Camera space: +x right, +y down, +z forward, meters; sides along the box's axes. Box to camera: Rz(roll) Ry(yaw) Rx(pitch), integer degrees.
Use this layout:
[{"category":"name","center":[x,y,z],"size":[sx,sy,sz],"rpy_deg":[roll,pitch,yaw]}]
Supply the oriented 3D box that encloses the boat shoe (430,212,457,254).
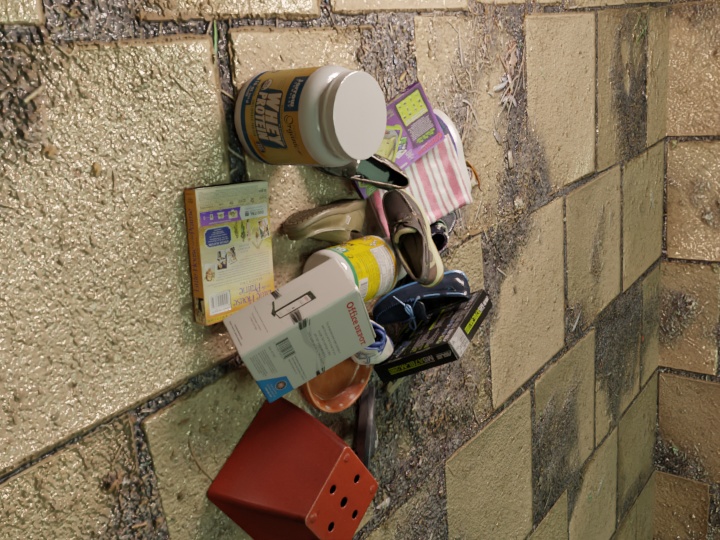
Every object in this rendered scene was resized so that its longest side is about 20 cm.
[{"category":"boat shoe","center":[0.154,-0.070,1.399],"size":[0.200,0.092,0.075],"rpy_deg":[-46,110,-32]}]

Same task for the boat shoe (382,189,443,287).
[{"category":"boat shoe","center":[0.088,-0.066,1.251],"size":[0.065,0.073,0.201],"rpy_deg":[14,46,-59]}]

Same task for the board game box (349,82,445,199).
[{"category":"board game box","center":[0.053,-0.236,1.273],"size":[0.199,0.032,0.121],"rpy_deg":[-37,114,-12]}]

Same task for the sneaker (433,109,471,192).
[{"category":"sneaker","center":[0.132,-0.216,1.412],"size":[0.145,0.080,0.202],"rpy_deg":[-20,91,-27]}]

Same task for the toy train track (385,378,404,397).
[{"category":"toy train track","center":[0.109,0.184,1.487],"size":[0.200,0.032,0.115],"rpy_deg":[-47,165,-28]}]

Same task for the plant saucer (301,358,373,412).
[{"category":"plant saucer","center":[-0.044,0.159,1.294],"size":[0.199,0.032,0.203],"rpy_deg":[-11,104,-51]}]

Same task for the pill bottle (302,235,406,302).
[{"category":"pill bottle","center":[0.000,0.000,1.255],"size":[0.199,0.112,0.114],"rpy_deg":[-20,112,-48]}]

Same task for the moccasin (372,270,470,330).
[{"category":"moccasin","center":[0.116,0.062,1.355],"size":[0.081,0.198,0.069],"rpy_deg":[48,20,-50]}]

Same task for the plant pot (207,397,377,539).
[{"category":"plant pot","center":[-0.092,0.355,1.152],"size":[0.201,0.175,0.201],"rpy_deg":[-56,135,-28]}]

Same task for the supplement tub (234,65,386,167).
[{"category":"supplement tub","center":[-0.075,-0.229,1.047],"size":[0.144,0.198,0.147],"rpy_deg":[-12,105,-50]}]

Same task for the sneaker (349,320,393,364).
[{"category":"sneaker","center":[0.016,0.131,1.270],"size":[0.199,0.087,0.076],"rpy_deg":[29,72,-52]}]

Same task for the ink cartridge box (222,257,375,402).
[{"category":"ink cartridge box","center":[-0.090,0.093,1.086],"size":[0.199,0.085,0.147],"rpy_deg":[-29,140,-10]}]

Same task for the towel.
[{"category":"towel","center":[0.113,-0.155,1.342],"size":[0.198,0.030,0.148],"rpy_deg":[-27,105,-12]}]

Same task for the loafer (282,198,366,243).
[{"category":"loafer","center":[-0.052,-0.078,1.204],"size":[0.199,0.075,0.068],"rpy_deg":[-23,108,-47]}]

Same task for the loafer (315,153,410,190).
[{"category":"loafer","center":[0.000,-0.185,1.210],"size":[0.198,0.063,0.073],"rpy_deg":[14,99,-30]}]

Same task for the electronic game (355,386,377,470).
[{"category":"electronic game","center":[0.012,0.318,1.312],"size":[0.200,0.041,0.203],"rpy_deg":[6,90,-89]}]

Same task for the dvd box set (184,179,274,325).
[{"category":"dvd box set","center":[-0.195,-0.031,1.067],"size":[0.146,0.029,0.203],"rpy_deg":[-17,109,-49]}]

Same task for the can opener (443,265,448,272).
[{"category":"can opener","center":[0.149,0.045,1.450],"size":[0.200,0.066,0.053],"rpy_deg":[72,40,-63]}]

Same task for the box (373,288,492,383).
[{"category":"box","center":[0.144,0.128,1.376],"size":[0.048,0.192,0.200],"rpy_deg":[55,39,-9]}]

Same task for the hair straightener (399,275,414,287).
[{"category":"hair straightener","center":[0.105,-0.018,1.453],"size":[0.077,0.041,0.202],"rpy_deg":[31,76,-49]}]
